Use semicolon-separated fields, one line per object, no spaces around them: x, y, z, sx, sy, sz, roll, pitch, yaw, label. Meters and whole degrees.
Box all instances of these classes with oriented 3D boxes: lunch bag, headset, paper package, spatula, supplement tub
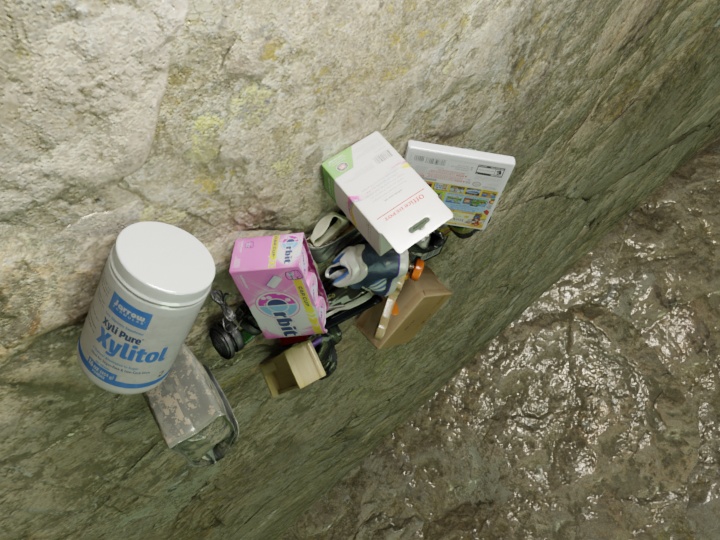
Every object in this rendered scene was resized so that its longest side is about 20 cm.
-0.301;0.247;0.982;0.116;0.165;0.202;-30;155;-17;lunch bag
-0.223;0.090;0.982;0.123;0.094;0.200;-40;172;-11;headset
0.115;0.096;1.431;0.201;0.104;0.189;-52;155;22;paper package
-0.059;0.010;1.123;0.201;0.021;0.056;-50;156;21;spatula
-0.286;0.053;0.722;0.130;0.133;0.202;-9;141;-49;supplement tub

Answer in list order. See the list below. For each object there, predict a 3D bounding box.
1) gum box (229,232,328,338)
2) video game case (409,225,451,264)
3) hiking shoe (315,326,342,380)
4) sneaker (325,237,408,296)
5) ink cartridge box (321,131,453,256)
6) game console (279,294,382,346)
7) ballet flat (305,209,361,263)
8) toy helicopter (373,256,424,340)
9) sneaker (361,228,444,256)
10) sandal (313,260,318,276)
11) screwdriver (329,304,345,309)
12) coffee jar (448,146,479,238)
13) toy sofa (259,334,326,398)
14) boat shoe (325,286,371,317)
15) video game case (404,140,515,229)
-0.125;0.034;0.897;0.110;0.067;0.202;-5;141;8;gum box
0.142;-0.073;1.280;0.197;0.026;0.183;-24;151;-32;video game case
-0.108;0.198;1.324;0.099;0.076;0.203;-16;138;-28;hiking shoe
0.000;0.000;1.030;0.142;0.083;0.200;-3;165;-12;sneaker
0.040;-0.108;0.850;0.116;0.201;0.068;-32;155;-16;ink cartridge box
-0.066;0.108;1.161;0.197;0.032;0.176;-26;-174;-30;game console
-0.021;-0.089;0.965;0.199;0.068;0.069;-41;144;-1;ballet flat
0.065;0.059;1.198;0.133;0.077;0.204;121;-9;-68;toy helicopter
0.094;-0.070;1.102;0.196;0.069;0.089;4;169;-39;sneaker
-0.128;0.017;0.994;0.078;0.059;0.201;9;156;-15;sandal
-0.110;0.077;1.034;0.196;0.030;0.028;-18;-178;33;screwdriver
0.220;-0.156;1.151;0.103;0.086;0.201;-35;147;-5;coffee jar
-0.138;0.209;1.180;0.096;0.084;0.199;-22;173;-31;toy sofa
-0.076;0.065;1.108;0.197;0.062;0.072;-23;-176;-11;boat shoe
0.168;-0.156;1.034;0.194;0.023;0.184;8;143;-4;video game case
